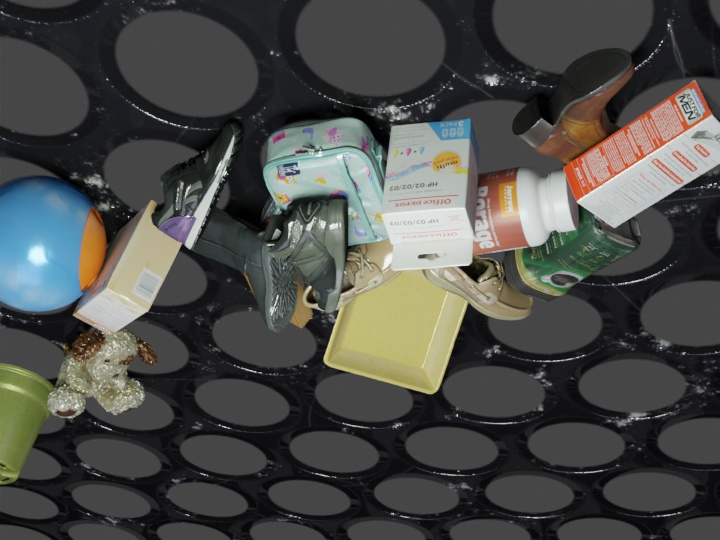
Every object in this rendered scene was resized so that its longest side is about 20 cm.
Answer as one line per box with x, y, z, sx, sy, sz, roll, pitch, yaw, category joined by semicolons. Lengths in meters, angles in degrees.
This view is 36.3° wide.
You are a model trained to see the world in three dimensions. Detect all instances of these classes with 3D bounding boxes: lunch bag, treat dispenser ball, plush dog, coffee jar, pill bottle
-0.035;-0.116;1.496;0.159;0.078;0.201;-5;143;18;lunch bag
-0.481;-0.041;1.637;0.198;0.202;0.202;5;144;3;treat dispenser ball
-0.472;0.164;2.000;0.199;0.161;0.172;5;141;-49;plush dog
0.306;-0.030;1.611;0.104;0.086;0.200;17;144;-31;coffee jar
0.199;-0.084;1.535;0.198;0.113;0.112;-9;141;21;pill bottle

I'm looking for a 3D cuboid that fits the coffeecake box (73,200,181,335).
-0.349;0.000;1.666;0.073;0.155;0.200;31;155;-19;coffeecake box

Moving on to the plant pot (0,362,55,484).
-0.718;0.313;2.177;0.198;0.186;0.201;4;144;3;plant pot

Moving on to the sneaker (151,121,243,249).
-0.236;-0.129;1.545;0.087;0.076;0.201;27;113;-4;sneaker

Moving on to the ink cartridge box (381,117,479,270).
0.093;-0.102;1.453;0.114;0.202;0.068;-4;143;15;ink cartridge box

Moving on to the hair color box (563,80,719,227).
0.375;-0.145;1.410;0.199;0.064;0.110;-33;145;27;hair color box

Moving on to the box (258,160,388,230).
-0.055;-0.108;1.610;0.135;0.038;0.200;17;143;-14;box

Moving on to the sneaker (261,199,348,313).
-0.073;-0.022;1.505;0.113;0.077;0.200;5;142;5;sneaker

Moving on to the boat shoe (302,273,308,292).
-0.023;0.056;1.807;0.072;0.063;0.200;-23;135;35;boat shoe

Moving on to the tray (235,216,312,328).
-0.145;0.006;1.746;0.098;0.037;0.201;26;152;29;tray

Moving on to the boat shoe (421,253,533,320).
0.193;0.017;1.710;0.198;0.072;0.065;23;142;-18;boat shoe

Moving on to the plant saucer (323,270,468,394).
0.058;0.077;1.764;0.198;0.048;0.202;16;100;-12;plant saucer

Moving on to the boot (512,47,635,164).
0.327;-0.184;1.419;0.199;0.069;0.188;25;130;-32;boot

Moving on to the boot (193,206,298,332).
-0.190;-0.011;1.650;0.199;0.066;0.166;20;125;31;boot

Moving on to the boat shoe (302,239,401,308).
0.000;0.000;1.662;0.199;0.072;0.064;-38;166;18;boat shoe
